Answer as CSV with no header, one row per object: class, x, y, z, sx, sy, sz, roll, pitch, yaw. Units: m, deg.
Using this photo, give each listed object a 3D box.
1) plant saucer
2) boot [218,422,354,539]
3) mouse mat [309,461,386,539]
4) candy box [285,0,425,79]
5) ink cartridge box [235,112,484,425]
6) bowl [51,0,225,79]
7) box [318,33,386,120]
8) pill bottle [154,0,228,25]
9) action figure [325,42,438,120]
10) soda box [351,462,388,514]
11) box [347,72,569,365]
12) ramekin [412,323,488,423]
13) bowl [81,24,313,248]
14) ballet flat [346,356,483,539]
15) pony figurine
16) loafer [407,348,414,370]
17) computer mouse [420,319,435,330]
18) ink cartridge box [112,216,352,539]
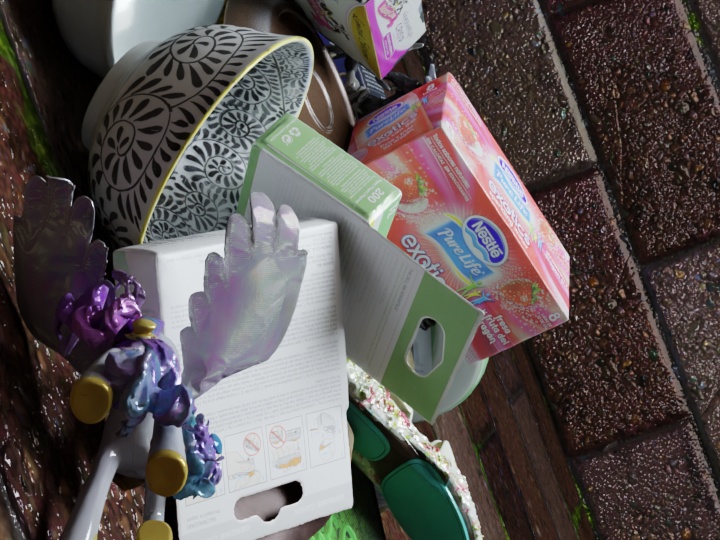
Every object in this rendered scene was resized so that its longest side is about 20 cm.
plant saucer,-0.045,-0.129,1.376,0.200,0.032,0.200,54,25,-40
boot,-0.080,0.103,1.202,0.200,0.072,0.166,54,35,-19
mouse mat,-0.047,0.151,1.282,0.161,0.008,0.200,15,50,-41
candy box,-0.045,-0.251,1.383,0.200,0.061,0.136,38,-11,17
ink cartridge box,0.000,0.000,1.250,0.200,0.048,0.146,35,-37,12
bowl,-0.165,-0.224,1.261,0.201,0.090,0.201,21,90,-75
box,-0.059,-0.165,1.637,0.104,0.148,0.200,-2,71,-79
pill bottle,-0.127,-0.175,1.408,0.111,0.111,0.200,-65,134,-76
action figure,0.025,-0.155,1.500,0.102,0.200,0.119,-49,152,-35
soda box,-0.037,0.109,1.397,0.064,0.068,0.200,7,54,-31
box,0.080,-0.041,1.415,0.200,0.095,0.103,55,23,-22
ramekin,0.026,0.042,1.570,0.098,0.200,0.200,-83,151,-53
bowl,-0.126,-0.095,1.204,0.094,0.201,0.201,34,5,11
ballet flat,0.031,0.130,1.317,0.200,0.076,0.064,51,42,-6
pony figurine,-0.122,0.057,0.978,0.200,0.166,0.193,-91,-169,-69
loafer,0.002,0.127,1.472,0.200,0.076,0.068,98,-10,-48
computer mouse,-0.036,-0.019,1.415,0.053,0.200,0.139,-64,-146,37
ink cartridge box,-0.079,0.073,1.166,0.161,0.050,0.200,-11,103,-44
